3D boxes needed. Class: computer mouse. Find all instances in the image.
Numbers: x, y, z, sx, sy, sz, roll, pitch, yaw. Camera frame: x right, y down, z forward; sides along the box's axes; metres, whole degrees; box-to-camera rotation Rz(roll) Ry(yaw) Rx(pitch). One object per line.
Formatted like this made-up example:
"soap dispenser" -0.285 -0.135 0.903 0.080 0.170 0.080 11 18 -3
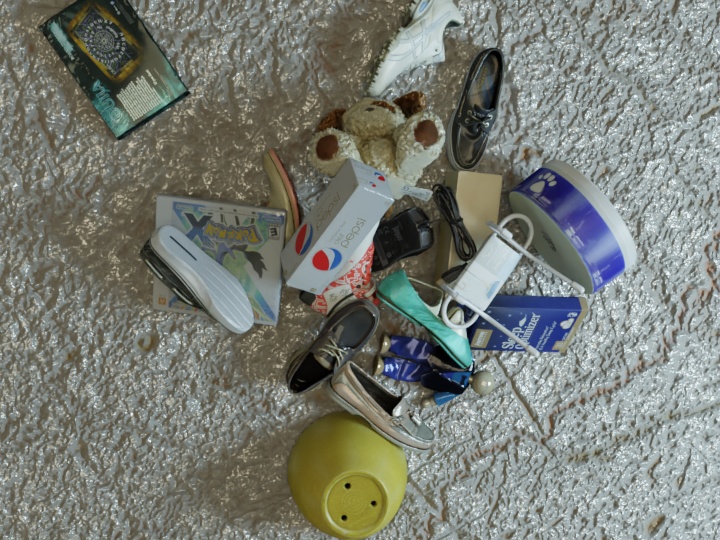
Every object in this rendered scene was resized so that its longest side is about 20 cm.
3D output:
"computer mouse" 0.089 -0.033 1.128 0.199 0.046 0.141 -30 84 27

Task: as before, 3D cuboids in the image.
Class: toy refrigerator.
"toy refrigerator" 0.170 -0.055 1.157 0.075 0.070 0.201 4 95 -12

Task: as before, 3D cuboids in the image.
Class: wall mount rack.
"wall mount rack" 0.219 0.025 1.058 0.173 0.075 0.200 33 95 -23

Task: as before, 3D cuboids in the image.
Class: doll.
"doll" 0.122 0.164 1.176 0.199 0.048 0.137 14 103 -6

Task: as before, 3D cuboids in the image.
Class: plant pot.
"plant pot" -0.014 0.336 1.128 0.199 0.142 0.201 -1 94 -7

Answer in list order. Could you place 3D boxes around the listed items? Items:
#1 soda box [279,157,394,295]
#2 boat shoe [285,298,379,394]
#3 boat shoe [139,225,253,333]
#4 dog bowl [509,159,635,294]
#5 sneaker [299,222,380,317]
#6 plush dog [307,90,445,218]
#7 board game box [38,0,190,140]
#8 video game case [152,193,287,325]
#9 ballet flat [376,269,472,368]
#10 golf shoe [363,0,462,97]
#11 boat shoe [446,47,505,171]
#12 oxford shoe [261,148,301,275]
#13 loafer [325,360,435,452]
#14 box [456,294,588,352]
"soda box" -0.038 -0.059 1.031 0.063 0.068 0.200 18 126 -31
"boat shoe" -0.042 0.126 1.111 0.074 0.073 0.200 37 115 -11
"boat shoe" -0.244 0.020 1.082 0.071 0.072 0.200 -34 102 36
"dog bowl" 0.318 -0.065 1.097 0.079 0.200 0.200 -36 97 0
"sneaker" 0.000 0.000 1.117 0.108 0.067 0.202 34 118 -10
"plush dog" 0.026 -0.192 1.095 0.199 0.161 0.173 -9 55 5
"board game box" -0.372 -0.319 1.099 0.135 0.028 0.201 -34 97 -2
"video game case" -0.218 -0.015 1.109 0.199 0.022 0.183 7 106 2
"ballet flat" 0.116 0.070 1.108 0.200 0.067 0.070 40 97 -13
"golf shoe" 0.086 -0.343 1.125 0.097 0.078 0.200 34 91 -13
"boat shoe" 0.188 -0.255 1.143 0.070 0.066 0.201 17 92 -7
"oxford shoe" -0.128 -0.087 1.123 0.073 0.071 0.201 -15 95 0
"loafer" 0.040 0.218 1.155 0.199 0.072 0.063 32 113 -5
"box" 0.248 0.085 1.156 0.199 0.121 0.033 3 50 -5
